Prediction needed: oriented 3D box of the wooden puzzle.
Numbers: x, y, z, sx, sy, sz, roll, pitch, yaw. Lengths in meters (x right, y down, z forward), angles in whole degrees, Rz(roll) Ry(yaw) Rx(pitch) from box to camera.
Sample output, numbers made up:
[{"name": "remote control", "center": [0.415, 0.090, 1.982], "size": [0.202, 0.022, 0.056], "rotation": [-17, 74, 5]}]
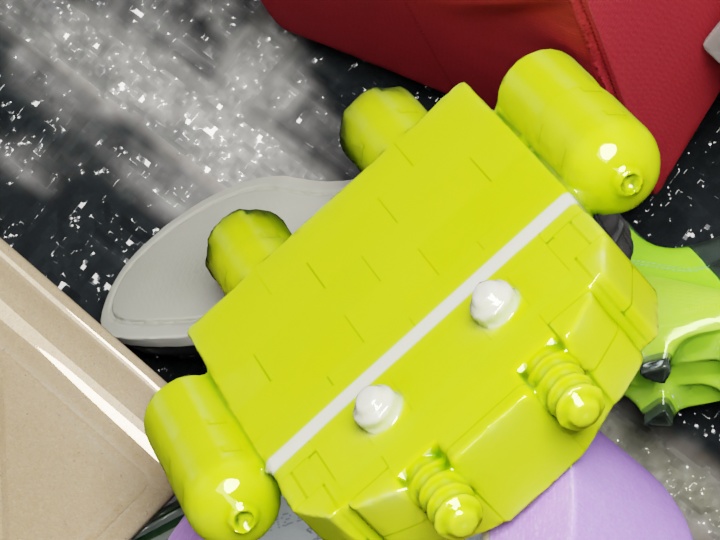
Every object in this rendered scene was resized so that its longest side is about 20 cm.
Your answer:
[{"name": "wooden puzzle", "center": [-0.178, 0.064, 0.928], "size": [0.185, 0.037, 0.200], "rotation": [40, 60, 7]}]

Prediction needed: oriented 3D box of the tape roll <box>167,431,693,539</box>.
[{"name": "tape roll", "center": [0.007, 0.124, 0.863], "size": [0.200, 0.066, 0.201], "rotation": [-32, 37, 28]}]

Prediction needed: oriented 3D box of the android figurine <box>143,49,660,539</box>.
[{"name": "android figurine", "center": [0.015, 0.014, 0.862], "size": [0.182, 0.041, 0.200], "rotation": [-41, 32, 5]}]

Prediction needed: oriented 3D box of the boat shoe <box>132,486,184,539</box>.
[{"name": "boat shoe", "center": [-0.002, 0.072, 0.983], "size": [0.200, 0.062, 0.072], "rotation": [-33, 75, -3]}]

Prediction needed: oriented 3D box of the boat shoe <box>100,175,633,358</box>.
[{"name": "boat shoe", "center": [0.000, 0.000, 0.982], "size": [0.199, 0.060, 0.074], "rotation": [-19, 42, 29]}]

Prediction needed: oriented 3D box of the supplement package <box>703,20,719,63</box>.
[{"name": "supplement package", "center": [0.228, -0.120, 0.912], "size": [0.121, 0.120, 0.200], "rotation": [41, 76, 2]}]

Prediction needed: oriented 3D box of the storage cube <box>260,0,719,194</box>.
[{"name": "storage cube", "center": [0.054, -0.160, 0.952], "size": [0.170, 0.180, 0.200], "rotation": [26, 76, 25]}]

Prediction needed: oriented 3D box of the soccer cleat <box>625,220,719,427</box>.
[{"name": "soccer cleat", "center": [0.177, 0.006, 0.981], "size": [0.199, 0.068, 0.081], "rotation": [-2, 53, 0]}]
